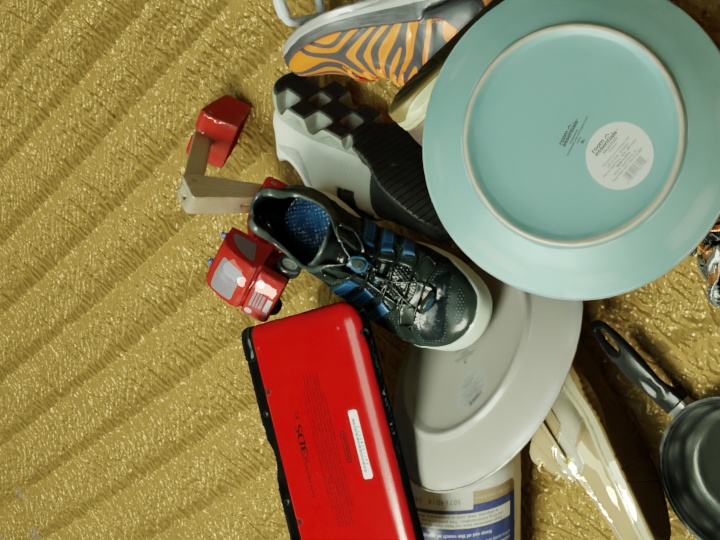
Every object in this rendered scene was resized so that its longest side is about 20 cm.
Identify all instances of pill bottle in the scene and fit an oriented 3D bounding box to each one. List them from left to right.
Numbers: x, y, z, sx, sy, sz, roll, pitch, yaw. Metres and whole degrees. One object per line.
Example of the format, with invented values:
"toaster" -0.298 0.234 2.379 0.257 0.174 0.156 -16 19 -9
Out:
"pill bottle" 0.071 0.228 0.974 0.111 0.111 0.201 11 111 39

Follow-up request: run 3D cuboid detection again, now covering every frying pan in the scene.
"frying pan" 0.229 0.123 0.855 0.190 0.031 0.116 32 123 34

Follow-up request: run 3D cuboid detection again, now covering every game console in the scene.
"game console" -0.010 0.128 0.951 0.172 0.118 0.201 -16 87 39

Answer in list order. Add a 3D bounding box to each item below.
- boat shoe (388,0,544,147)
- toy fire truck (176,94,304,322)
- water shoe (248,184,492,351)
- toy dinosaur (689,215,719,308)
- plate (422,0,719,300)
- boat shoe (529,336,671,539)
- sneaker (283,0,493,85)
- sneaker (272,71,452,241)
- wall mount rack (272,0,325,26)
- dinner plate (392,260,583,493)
"boat shoe" 0.110 -0.152 0.827 0.200 0.073 0.065 -38 109 15
"toy fire truck" -0.097 -0.055 1.014 0.141 0.200 0.049 29 127 -2
"water shoe" 0.000 0.000 0.890 0.199 0.079 0.072 29 102 30
"toy dinosaur" 0.191 -0.065 0.807 0.135 0.102 0.201 -34 45 28
"plate" 0.131 -0.082 0.761 0.199 0.026 0.202 -1 88 18
"boat shoe" 0.151 0.115 0.888 0.069 0.074 0.201 -34 70 24
"sneaker" 0.026 -0.146 0.919 0.199 0.077 0.113 -10 95 43
"sneaker" 0.007 -0.072 0.974 0.200 0.074 0.089 40 140 28
"wall mount rack" -0.023 -0.284 0.921 0.199 0.074 0.175 -10 96 42
"dinner plate" 0.080 0.061 0.885 0.200 0.024 0.201 -41 34 35
